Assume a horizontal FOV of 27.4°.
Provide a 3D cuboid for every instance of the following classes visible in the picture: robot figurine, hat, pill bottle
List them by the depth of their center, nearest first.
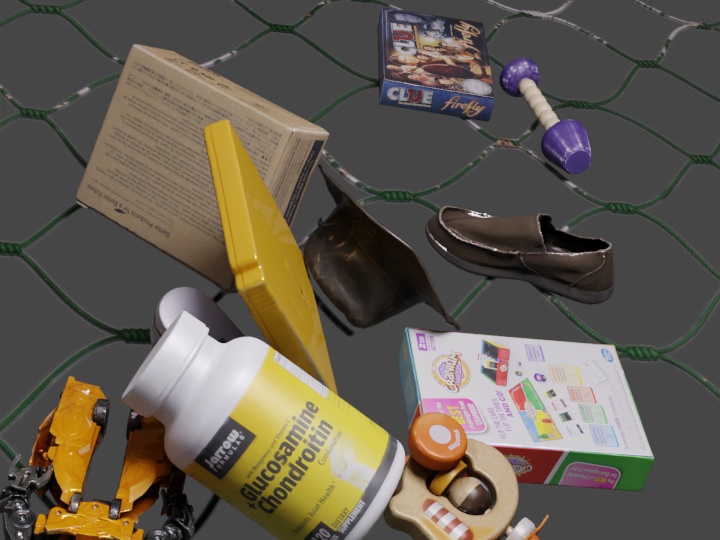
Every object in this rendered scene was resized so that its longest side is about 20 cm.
[{"bbox_3d":[-0.074,0.121,1.097,0.199,0.112,0.112,36,34,-8],"label":"pill bottle"},{"bbox_3d":[-0.191,0.161,1.108,0.144,0.059,0.201,9,34,-3],"label":"robot figurine"},{"bbox_3d":[0.000,0.000,1.353,0.081,0.201,0.201,-40,50,-5],"label":"hat"}]

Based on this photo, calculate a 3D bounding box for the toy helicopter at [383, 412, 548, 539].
[{"bbox_3d":[0.079,0.213,1.126,0.131,0.079,0.201,20,45,-4],"label":"toy helicopter"}]

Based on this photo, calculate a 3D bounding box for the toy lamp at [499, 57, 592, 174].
[{"bbox_3d":[0.217,-0.179,1.719,0.058,0.059,0.201,-1,37,-18],"label":"toy lamp"}]

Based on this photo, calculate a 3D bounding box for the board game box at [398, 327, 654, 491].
[{"bbox_3d":[0.139,0.119,1.285,0.198,0.041,0.153,6,35,-9],"label":"board game box"}]

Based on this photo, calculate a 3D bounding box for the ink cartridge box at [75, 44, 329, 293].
[{"bbox_3d":[-0.150,-0.097,1.386,0.199,0.166,0.075,30,15,23],"label":"ink cartridge box"}]

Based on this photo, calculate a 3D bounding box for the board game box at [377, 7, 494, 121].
[{"bbox_3d":[0.089,-0.255,1.806,0.134,0.035,0.201,8,35,-6],"label":"board game box"}]

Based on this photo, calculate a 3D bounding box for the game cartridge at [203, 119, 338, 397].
[{"bbox_3d":[-0.076,0.000,1.237,0.032,0.200,0.177,-21,49,7],"label":"game cartridge"}]

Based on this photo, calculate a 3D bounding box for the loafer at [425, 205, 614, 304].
[{"bbox_3d":[0.164,-0.032,1.479,0.199,0.072,0.073,16,34,5],"label":"loafer"}]

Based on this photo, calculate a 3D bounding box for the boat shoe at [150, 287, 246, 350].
[{"bbox_3d":[-0.100,0.104,1.209,0.073,0.065,0.200,-25,71,-35],"label":"boat shoe"}]
